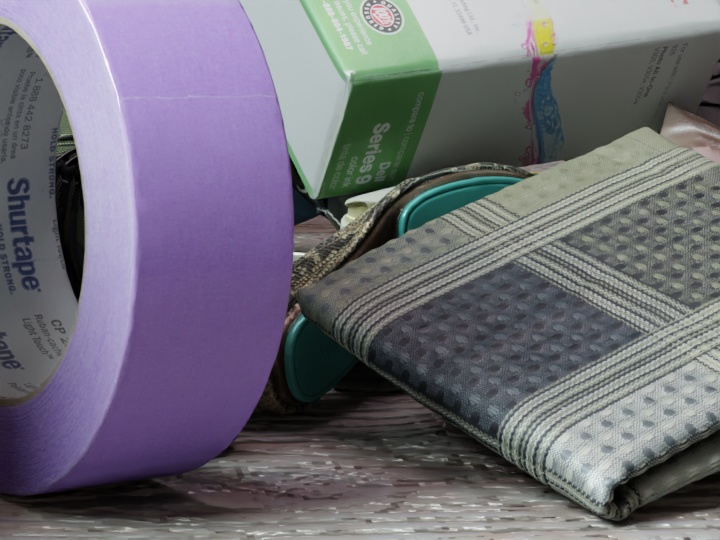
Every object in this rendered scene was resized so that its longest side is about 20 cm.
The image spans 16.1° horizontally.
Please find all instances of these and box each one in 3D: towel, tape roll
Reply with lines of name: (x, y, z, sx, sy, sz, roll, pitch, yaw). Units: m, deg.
towel: (0.106, 0.017, 0.997, 0.199, 0.035, 0.192, -25, 35, -29)
tape roll: (-0.105, -0.023, 0.913, 0.065, 0.201, 0.200, -4, 11, -35)

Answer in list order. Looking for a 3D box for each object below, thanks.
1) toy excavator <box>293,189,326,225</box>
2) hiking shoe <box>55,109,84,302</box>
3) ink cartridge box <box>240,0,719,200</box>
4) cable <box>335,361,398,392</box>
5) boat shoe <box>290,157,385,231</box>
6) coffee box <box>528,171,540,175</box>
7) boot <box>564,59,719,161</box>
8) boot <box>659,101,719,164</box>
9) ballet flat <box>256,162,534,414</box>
toy excavator: (-0.067, -0.059, 1.386, 0.199, 0.100, 0.194, -22, 10, -8)
hiking shoe: (-0.088, -0.023, 1.014, 0.075, 0.101, 0.200, -4, 43, -34)
ink cartridge box: (0.049, -0.123, 1.180, 0.199, 0.088, 0.146, -11, 53, -23)
cable: (0.053, 0.030, 1.177, 0.097, 0.051, 0.200, 14, 25, 17)
boat shoe: (-0.021, -0.063, 1.225, 0.056, 0.069, 0.200, -3, 37, -27)
coffee box: (0.075, -0.024, 1.437, 0.122, 0.044, 0.200, 1, 9, 0)
boot: (0.156, -0.055, 1.305, 0.197, 0.074, 0.163, 12, -21, 20)
boot: (0.196, -0.013, 1.103, 0.200, 0.064, 0.186, 34, 7, 20)
ballet flat: (0.000, 0.000, 1.096, 0.075, 0.068, 0.200, 10, 30, 39)
